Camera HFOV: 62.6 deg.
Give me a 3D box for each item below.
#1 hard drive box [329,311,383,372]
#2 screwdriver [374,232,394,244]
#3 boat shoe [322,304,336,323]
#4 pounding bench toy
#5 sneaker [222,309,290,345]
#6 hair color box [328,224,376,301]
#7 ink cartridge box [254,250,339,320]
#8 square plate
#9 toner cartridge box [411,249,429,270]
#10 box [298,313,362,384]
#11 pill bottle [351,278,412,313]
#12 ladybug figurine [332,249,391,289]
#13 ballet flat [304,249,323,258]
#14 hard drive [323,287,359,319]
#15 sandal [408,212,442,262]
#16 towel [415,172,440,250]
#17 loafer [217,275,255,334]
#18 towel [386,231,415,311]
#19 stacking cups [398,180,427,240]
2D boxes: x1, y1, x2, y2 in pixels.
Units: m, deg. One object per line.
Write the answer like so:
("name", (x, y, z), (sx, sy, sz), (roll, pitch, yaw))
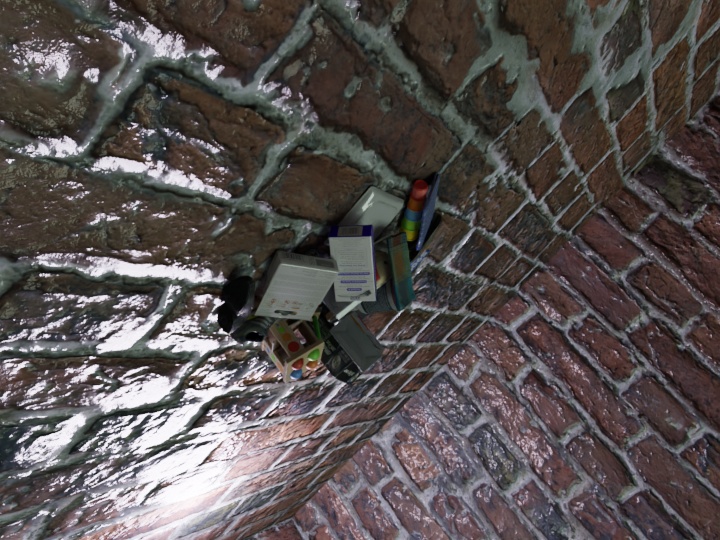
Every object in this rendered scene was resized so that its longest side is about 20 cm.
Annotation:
("hard drive box", (-0.008, 0.208, 1.779), (0.077, 0.156, 0.200), (-39, 179, 2))
("screwdriver", (0.002, -0.058, 1.613), (0.199, 0.028, 0.029), (-31, 133, 17))
("boat shoe", (-0.070, 0.119, 1.833), (0.075, 0.062, 0.200), (-40, 172, 11))
("pounding bench toy", (-0.164, 0.203, 1.712), (0.199, 0.156, 0.125), (-28, 153, -28))
("sneaker", (-0.262, 0.147, 1.559), (0.199, 0.081, 0.074), (-20, 149, -40))
("hair color box", (-0.017, -0.017, 1.527), (0.108, 0.065, 0.201), (-1, 123, 6))
("ink cartridge box", (-0.165, 0.043, 1.497), (0.160, 0.050, 0.200), (9, 136, -27))
("square plate", (0.018, -0.125, 1.584), (0.200, 0.028, 0.198), (-49, 156, 16))
("toner cartridge box", (0.133, -0.009, 1.941), (0.200, 0.043, 0.095), (-50, 154, 19))
("box", (-0.084, 0.246, 1.851), (0.086, 0.200, 0.164), (-40, 157, -1))
("pill bottle", (0.044, 0.065, 1.749), (0.198, 0.121, 0.119), (-9, 167, 22))
("ladybug figurine", (0.000, 0.000, 1.650), (0.199, 0.136, 0.072), (-22, 129, 13))
("ballet flat", (-0.129, 0.030, 1.577), (0.072, 0.072, 0.201), (-27, 153, -29))
("hard drive", (-0.017, 0.041, 1.697), (0.200, 0.132, 0.027), (-38, 129, -7))
("sandal", (0.183, -0.092, 1.836), (0.200, 0.082, 0.055), (-51, 147, 4))
("towel", (0.190, -0.166, 1.700), (0.201, 0.024, 0.146), (90, 19, -59))
("loafer", (-0.286, 0.071, 1.420), (0.072, 0.073, 0.200), (-31, 165, -42))
("towel", (0.114, 0.000, 1.638), (0.022, 0.202, 0.147), (-5, -171, 22))
("stacking cups", (0.149, -0.169, 1.677), (0.060, 0.061, 0.201), (-30, 151, -24))
